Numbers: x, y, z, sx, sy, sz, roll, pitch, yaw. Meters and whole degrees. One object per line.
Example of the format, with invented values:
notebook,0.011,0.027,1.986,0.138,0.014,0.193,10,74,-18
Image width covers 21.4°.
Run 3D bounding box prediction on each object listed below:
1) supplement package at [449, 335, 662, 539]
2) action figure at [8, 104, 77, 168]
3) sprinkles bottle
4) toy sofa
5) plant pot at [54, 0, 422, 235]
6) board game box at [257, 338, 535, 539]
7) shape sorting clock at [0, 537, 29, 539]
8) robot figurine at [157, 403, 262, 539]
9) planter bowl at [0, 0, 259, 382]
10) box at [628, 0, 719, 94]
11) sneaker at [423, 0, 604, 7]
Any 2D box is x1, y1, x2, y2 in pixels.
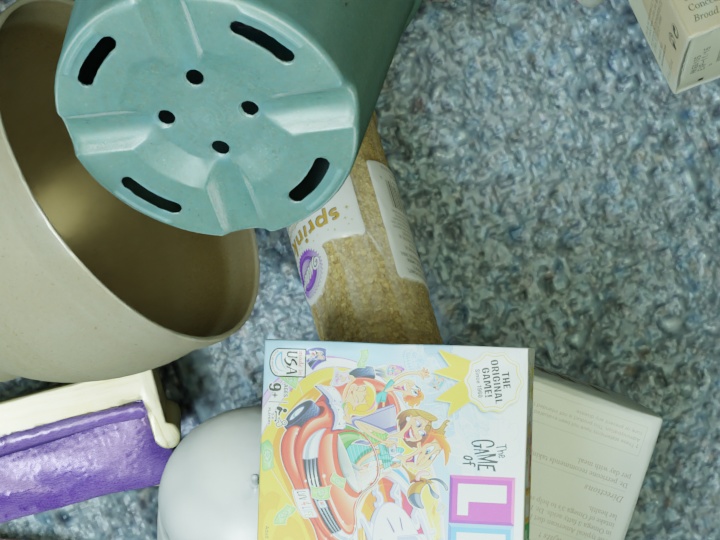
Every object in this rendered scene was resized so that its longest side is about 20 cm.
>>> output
supplement package,0.079,0.154,1.097,0.116,0.117,0.201,19,92,-5
action figure,-0.206,-0.095,1.083,0.198,0.055,0.119,-6,93,-12
sprinkles bottle,0.000,0.000,1.048,0.068,0.068,0.201,-13,61,-5
toy sofa,-0.200,0.103,1.083,0.198,0.083,0.098,-15,95,-5
plant pot,-0.058,-0.136,0.962,0.198,0.197,0.201,5,134,6
board game box,0.016,0.136,0.942,0.133,0.034,0.202,1,86,11
shape sorting clock,-0.209,0.257,1.112,0.198,0.039,0.202,-1,96,-7
robot figurine,-0.057,0.156,1.058,0.112,0.170,0.201,1,132,-6
planter bowl,-0.167,-0.024,1.000,0.134,0.200,0.201,-30,97,24
box,0.178,-0.213,1.067,0.094,0.078,0.201,-23,72,-4
sneaker,0.056,-0.196,1.095,0.199,0.082,0.088,24,123,-19
